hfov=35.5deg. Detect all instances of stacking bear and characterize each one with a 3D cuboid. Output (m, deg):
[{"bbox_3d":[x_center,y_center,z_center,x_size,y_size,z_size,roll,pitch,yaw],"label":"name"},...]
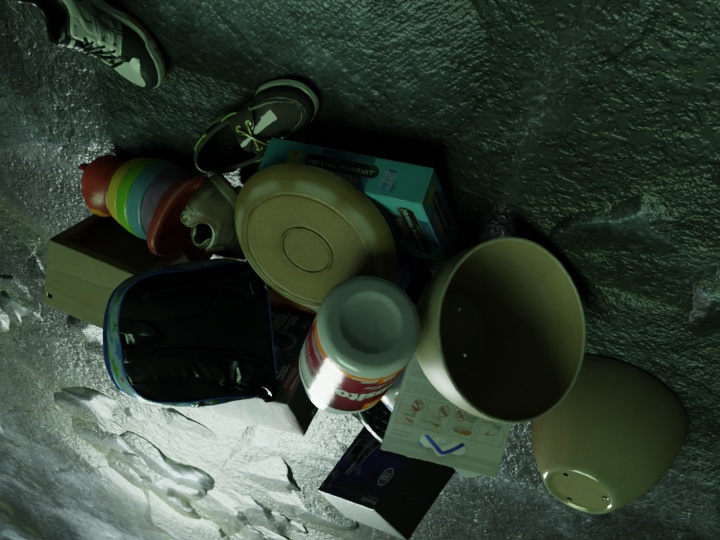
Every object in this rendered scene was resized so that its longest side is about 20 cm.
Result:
[{"bbox_3d":[-0.288,-0.095,1.476,0.199,0.115,0.121,21,-177,33],"label":"stacking bear"}]

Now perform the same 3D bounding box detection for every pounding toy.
[{"bbox_3d":[-0.310,0.016,1.583,0.183,0.200,0.143,22,117,13],"label":"pounding toy"}]

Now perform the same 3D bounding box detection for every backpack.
[{"bbox_3d":[-0.221,0.081,1.410,0.147,0.198,0.185,-2,92,62],"label":"backpack"}]

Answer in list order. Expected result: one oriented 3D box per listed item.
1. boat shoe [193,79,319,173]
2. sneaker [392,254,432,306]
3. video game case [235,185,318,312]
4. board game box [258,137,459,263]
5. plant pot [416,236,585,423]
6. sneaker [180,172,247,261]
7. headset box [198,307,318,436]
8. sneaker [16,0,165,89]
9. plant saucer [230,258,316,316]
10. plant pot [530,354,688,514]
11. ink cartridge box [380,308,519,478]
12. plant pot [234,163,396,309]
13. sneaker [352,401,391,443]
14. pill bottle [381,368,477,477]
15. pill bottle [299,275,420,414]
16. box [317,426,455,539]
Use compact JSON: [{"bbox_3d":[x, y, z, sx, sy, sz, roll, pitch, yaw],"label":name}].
[{"bbox_3d":[-0.123,-0.160,1.304,0.072,0.061,0.200,45,144,-20],"label":"boat shoe"},{"bbox_3d":[0.050,0.042,1.377,0.088,0.079,0.200,-7,152,6],"label":"sneaker"},{"bbox_3d":[-0.081,-0.014,1.398,0.183,0.023,0.200,58,167,-24],"label":"video game case"},{"bbox_3d":[0.001,-0.079,1.284,0.198,0.047,0.151,13,160,21],"label":"board game box"},{"bbox_3d":[0.136,0.069,1.282,0.200,0.201,0.134,43,158,-19],"label":"plant pot"},{"bbox_3d":[-0.179,-0.053,1.407,0.071,0.075,0.200,48,168,22],"label":"sneaker"},{"bbox_3d":[-0.120,0.131,1.533,0.198,0.149,0.078,8,142,28],"label":"headset box"},{"bbox_3d":[-0.312,-0.270,1.285,0.075,0.088,0.200,-17,126,46],"label":"sneaker"},{"bbox_3d":[-0.121,0.053,1.599,0.199,0.038,0.201,21,146,15],"label":"plant saucer"},{"bbox_3d":[0.295,0.222,1.408,0.199,0.135,0.201,20,144,15],"label":"plant pot"},{"bbox_3d":[0.129,0.146,1.378,0.160,0.202,0.050,9,161,29],"label":"ink cartridge box"},{"bbox_3d":[-0.057,-0.028,1.260,0.198,0.028,0.201,15,133,17],"label":"plant pot"},{"bbox_3d":[0.015,0.186,1.624,0.200,0.072,0.083,46,167,21],"label":"sneaker"},{"bbox_3d":[0.111,0.187,1.525,0.111,0.113,0.200,-9,131,44],"label":"pill bottle"},{"bbox_3d":[-0.008,0.093,1.258,0.112,0.114,0.200,29,155,2],"label":"pill bottle"},{"bbox_3d":[0.039,0.304,1.661,0.079,0.142,0.200,42,161,-18],"label":"box"}]
